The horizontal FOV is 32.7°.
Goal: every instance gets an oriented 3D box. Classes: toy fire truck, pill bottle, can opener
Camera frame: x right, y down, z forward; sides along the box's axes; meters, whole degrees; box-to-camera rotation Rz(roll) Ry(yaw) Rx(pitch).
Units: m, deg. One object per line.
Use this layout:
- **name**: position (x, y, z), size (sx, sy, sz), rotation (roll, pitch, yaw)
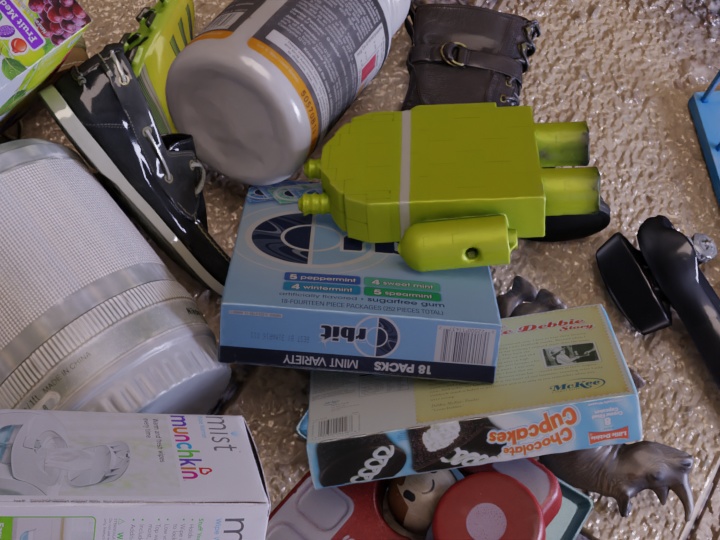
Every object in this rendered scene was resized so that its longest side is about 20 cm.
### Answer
- **toy fire truck**: position (0.021, 0.175, 0.766), size (0.167, 0.112, 0.200), rotation (34, 73, 27)
- **pill bottle**: position (-0.046, -0.163, 0.902), size (0.116, 0.117, 0.200), rotation (30, 50, 7)
- **can opener**: position (0.256, 0.046, 0.897), size (0.063, 0.079, 0.201), rotation (-10, 63, -56)

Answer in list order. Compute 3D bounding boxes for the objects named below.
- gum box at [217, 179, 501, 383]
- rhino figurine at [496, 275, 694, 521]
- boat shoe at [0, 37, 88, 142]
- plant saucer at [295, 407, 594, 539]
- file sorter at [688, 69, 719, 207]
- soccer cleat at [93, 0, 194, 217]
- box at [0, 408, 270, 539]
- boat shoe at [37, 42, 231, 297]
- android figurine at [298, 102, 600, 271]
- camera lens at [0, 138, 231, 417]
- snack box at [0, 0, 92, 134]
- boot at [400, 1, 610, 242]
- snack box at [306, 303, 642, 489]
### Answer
- **gum box**: position (0.000, 0.000, 0.816), size (0.168, 0.045, 0.200), rotation (5, 25, -1)
- **rhino figurine**: position (0.152, 0.099, 0.847), size (0.087, 0.060, 0.200), rotation (-44, 78, -7)
- **boat shoe**: position (-0.279, -0.107, 0.887), size (0.199, 0.074, 0.067), rotation (-29, 85, -18)
- **plant saucer**: position (0.056, 0.133, 0.834), size (0.199, 0.019, 0.070), rotation (31, 80, 9)
- **file sorter**: position (0.358, -0.081, 0.929), size (0.137, 0.123, 0.202), rotation (-4, 65, -11)
- **soccer cleat**: position (-0.147, -0.123, 0.923), size (0.083, 0.065, 0.202), rotation (25, 55, -29)
- **box**: position (-0.151, 0.185, 0.667), size (0.175, 0.202, 0.097), rotation (2, 23, -17)
- **boat shoe**: position (-0.129, -0.059, 0.822), size (0.068, 0.201, 0.072), rotation (-42, 33, -12)
- **android figurine**: position (0.057, -0.064, 0.824), size (0.198, 0.041, 0.183), rotation (-4, 36, 4)
- **camera lens**: position (-0.197, 0.031, 0.773), size (0.159, 0.160, 0.200), rotation (-35, 76, -21)
- **snack box**: position (-0.274, -0.091, 0.745), size (0.068, 0.168, 0.200), rotation (50, 61, -8)
- **boot**: position (0.111, -0.125, 0.945), size (0.198, 0.069, 0.175), rotation (18, 64, 3)
- **snack box**: position (0.067, 0.076, 0.773), size (0.198, 0.037, 0.116), rotation (-9, 26, 5)
